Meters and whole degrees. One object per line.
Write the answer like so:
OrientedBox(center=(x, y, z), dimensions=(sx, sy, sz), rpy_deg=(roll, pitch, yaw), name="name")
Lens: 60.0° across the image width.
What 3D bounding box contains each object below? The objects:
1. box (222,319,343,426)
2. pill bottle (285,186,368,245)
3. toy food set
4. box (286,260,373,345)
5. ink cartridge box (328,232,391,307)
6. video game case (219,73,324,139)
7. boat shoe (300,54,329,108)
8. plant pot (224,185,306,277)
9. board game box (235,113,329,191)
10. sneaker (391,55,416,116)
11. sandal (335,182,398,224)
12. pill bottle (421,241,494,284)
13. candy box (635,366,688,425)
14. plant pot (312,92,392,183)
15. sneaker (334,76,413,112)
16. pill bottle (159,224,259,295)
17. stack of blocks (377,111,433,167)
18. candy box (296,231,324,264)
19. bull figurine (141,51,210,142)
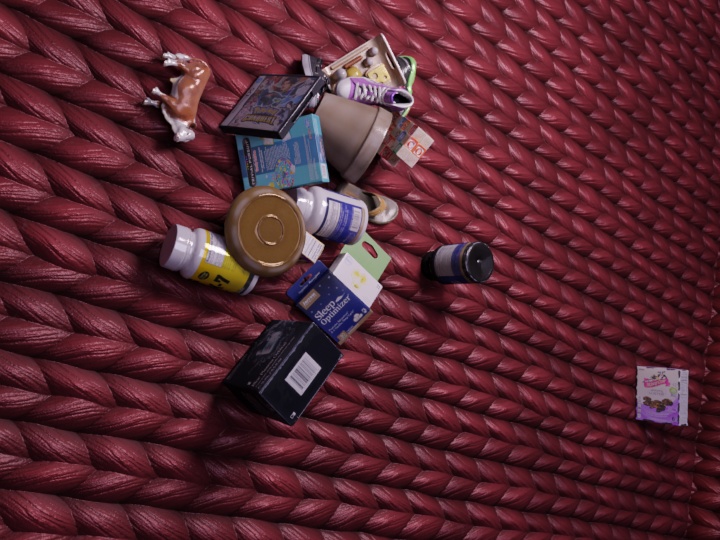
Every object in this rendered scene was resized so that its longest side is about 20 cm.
OrientedBox(center=(-0.177, 0.223, 1.407), dimensions=(0.118, 0.199, 0.197), rpy_deg=(49, 62, -23), name="box")
OrientedBox(center=(-0.091, -0.139, 1.535), dimensions=(0.198, 0.119, 0.121), rpy_deg=(14, 80, -33), name="pill bottle")
OrientedBox(center=(0.008, -0.505, 1.631), dimensions=(0.199, 0.060, 0.144), rpy_deg=(-34, 107, -9), name="toy food set")
OrientedBox(center=(-0.077, 0.082, 1.557), dimensions=(0.121, 0.032, 0.200), rpy_deg=(-45, 114, 3), name="box")
OrientedBox(center=(0.000, 0.000, 1.637), dimensions=(0.145, 0.048, 0.201), rpy_deg=(44, 67, -24), name="ink cartridge box")
OrientedBox(center=(-0.204, -0.379, 1.426), dimensions=(0.182, 0.199, 0.026), rpy_deg=(-58, 140, -22), name="video game case")
OrientedBox(center=(-0.107, -0.462, 1.518), dimensions=(0.065, 0.201, 0.070), rpy_deg=(-2, 132, -9), name="boat shoe")
OrientedBox(center=(-0.201, -0.087, 1.372), dimensions=(0.198, 0.027, 0.203), rpy_deg=(2, 86, -34), name="plant pot")
OrientedBox(center=(-0.181, -0.262, 1.440), dimensions=(0.047, 0.198, 0.153), rpy_deg=(-18, 100, -71), name="board game box")
OrientedBox(center=(0.101, -0.495, 1.728), dimensions=(0.083, 0.077, 0.203), rpy_deg=(9, 82, -11), name="sneaker")
OrientedBox(center=(0.025, -0.179, 1.657), dimensions=(0.199, 0.054, 0.081), rpy_deg=(21, 76, -32), name="sandal")
OrientedBox(center=(0.262, -0.018, 1.726), dimensions=(0.111, 0.199, 0.113), rpy_deg=(2, 86, -34), name="pill bottle")
OrientedBox(center=(1.118, 0.462, 2.316), dimensions=(0.071, 0.167, 0.203), rpy_deg=(9, 82, -35), name="candy box")
OrientedBox(center=(-0.042, -0.347, 1.554), dimensions=(0.172, 0.200, 0.202), rpy_deg=(29, 71, -13), name="plant pot")
OrientedBox(center=(0.038, -0.446, 1.567), dimensions=(0.198, 0.114, 0.074), rpy_deg=(5, 102, -14), name="sneaker")
OrientedBox(center=(-0.328, -0.025, 1.368), dimensions=(0.199, 0.114, 0.116), rpy_deg=(20, 76, -32), name="pill bottle")
OrientedBox(center=(0.100, -0.332, 1.613), dimensions=(0.058, 0.200, 0.115), rpy_deg=(34, 102, -28), name="stack of blocks")
OrientedBox(center=(-0.195, -0.089, 1.463), dimensions=(0.200, 0.116, 0.057), rpy_deg=(39, 68, -27), name="candy box")
OrientedBox(center=(-0.398, -0.380, 1.366), dimensions=(0.121, 0.065, 0.202), rpy_deg=(25, 73, -34), name="bull figurine")
